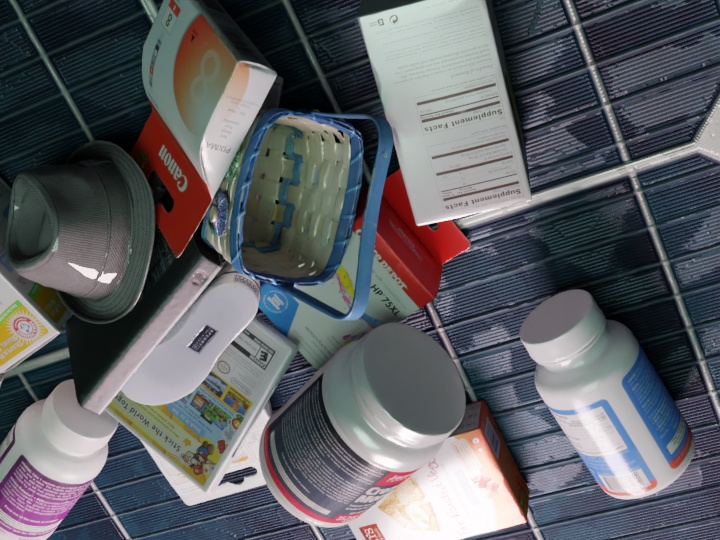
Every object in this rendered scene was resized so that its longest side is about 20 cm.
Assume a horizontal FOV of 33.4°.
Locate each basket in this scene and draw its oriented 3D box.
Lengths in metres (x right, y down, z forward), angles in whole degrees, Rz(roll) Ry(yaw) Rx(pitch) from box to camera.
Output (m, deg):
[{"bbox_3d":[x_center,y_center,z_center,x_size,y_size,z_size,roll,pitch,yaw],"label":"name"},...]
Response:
[{"bbox_3d":[-0.053,-0.059,1.089,0.199,0.138,0.178,15,98,43],"label":"basket"}]

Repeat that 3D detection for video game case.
[{"bbox_3d":[-0.186,0.099,1.252,0.199,0.023,0.183,35,102,17],"label":"video game case"}]

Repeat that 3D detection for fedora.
[{"bbox_3d":[-0.287,-0.041,1.165,0.090,0.200,0.179,5,108,-38],"label":"fedora"}]

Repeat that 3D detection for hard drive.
[{"bbox_3d":[-0.221,0.027,1.195,0.033,0.140,0.200,32,107,-34],"label":"hard drive"}]

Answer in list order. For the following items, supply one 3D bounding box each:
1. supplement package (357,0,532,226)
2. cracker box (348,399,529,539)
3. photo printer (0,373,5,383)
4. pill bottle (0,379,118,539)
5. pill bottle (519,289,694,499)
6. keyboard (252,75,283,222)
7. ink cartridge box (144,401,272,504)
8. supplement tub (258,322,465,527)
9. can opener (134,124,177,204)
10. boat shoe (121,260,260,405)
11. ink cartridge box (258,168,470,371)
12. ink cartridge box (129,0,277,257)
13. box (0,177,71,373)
[{"bbox_3d":[0.078,-0.161,1.065,0.108,0.114,0.202,-12,118,11],"label":"supplement package"},{"bbox_3d":[0.072,0.237,1.335,0.198,0.058,0.135,-19,114,22],"label":"cracker box"},{"bbox_3d":[-0.480,0.076,1.298,0.200,0.166,0.070,41,82,-13],"label":"photo printer"},{"bbox_3d":[-0.359,0.219,1.381,0.112,0.113,0.200,35,121,-10],"label":"pill bottle"},{"bbox_3d":[0.243,0.121,1.200,0.111,0.113,0.201,-25,112,23],"label":"pill bottle"},{"bbox_3d":[-0.121,-0.109,1.202,0.056,0.011,0.202,18,122,7],"label":"keyboard"},{"bbox_3d":[-0.172,0.159,1.342,0.161,0.050,0.201,-19,119,20],"label":"ink cartridge box"},{"bbox_3d":[-0.001,0.157,1.202,0.140,0.141,0.200,36,131,-10],"label":"supplement tub"},{"bbox_3d":[-0.221,-0.087,1.205,0.053,0.067,0.200,39,125,-12],"label":"can opener"},{"bbox_3d":[-0.166,0.061,1.198,0.199,0.066,0.073,-38,115,26],"label":"boat shoe"},{"bbox_3d":[0.000,0.000,1.204,0.199,0.067,0.116,-34,109,26],"label":"ink cartridge box"},{"bbox_3d":[-0.168,-0.141,1.093,0.050,0.163,0.201,14,118,-41],"label":"ink cartridge box"},{"bbox_3d":[-0.393,-0.011,1.252,0.101,0.113,0.200,-31,110,26],"label":"box"}]
